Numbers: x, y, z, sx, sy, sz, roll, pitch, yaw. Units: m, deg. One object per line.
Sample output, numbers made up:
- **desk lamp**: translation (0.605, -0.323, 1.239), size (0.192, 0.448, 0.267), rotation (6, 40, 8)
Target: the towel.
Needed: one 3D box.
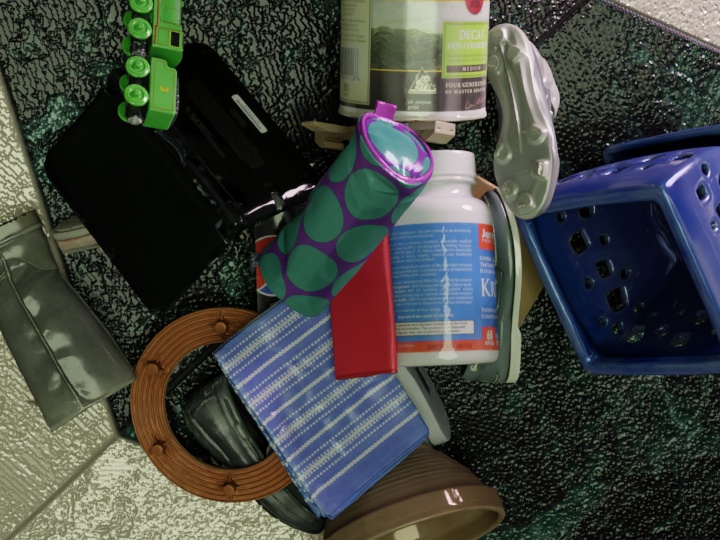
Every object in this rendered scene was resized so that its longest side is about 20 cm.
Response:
- **towel**: translation (-0.034, 0.121, 1.266), size (0.144, 0.024, 0.201), rotation (-36, 99, -17)

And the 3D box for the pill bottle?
- **pill bottle**: translation (0.075, -0.010, 1.263), size (0.111, 0.112, 0.203), rotation (-2, 87, -8)

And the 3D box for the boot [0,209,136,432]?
- **boot**: translation (-0.339, 0.064, 1.273), size (0.180, 0.073, 0.202), rotation (-26, 100, -3)

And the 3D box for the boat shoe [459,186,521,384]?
- **boat shoe**: translation (0.126, 0.018, 1.319), size (0.061, 0.073, 0.203), rotation (-4, 103, -6)

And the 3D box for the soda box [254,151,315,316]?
- **soda box**: translation (-0.074, -0.014, 1.305), size (0.062, 0.071, 0.203), rotation (-2, 102, -3)

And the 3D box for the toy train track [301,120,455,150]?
- **toy train track**: translation (0.018, -0.119, 1.234), size (0.114, 0.199, 0.033), rotation (5, 89, -34)

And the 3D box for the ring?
- **ring**: translation (-0.133, 0.136, 1.295), size (0.198, 0.019, 0.203), rotation (1, 102, 6)

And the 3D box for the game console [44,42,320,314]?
- **game console**: translation (-0.169, -0.092, 1.240), size (0.175, 0.117, 0.200), rotation (-28, 71, -39)

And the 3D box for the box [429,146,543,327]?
- **box**: translation (0.098, -0.017, 1.357), size (0.199, 0.021, 0.165), rotation (29, 97, -14)

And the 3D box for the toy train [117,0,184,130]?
- **toy train**: translation (-0.190, -0.220, 1.208), size (0.056, 0.042, 0.202), rotation (8, 62, -19)

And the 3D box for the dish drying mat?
- **dish drying mat**: translation (0.000, 0.000, 1.247), size (0.018, 0.076, 0.203), rotation (4, 80, -51)

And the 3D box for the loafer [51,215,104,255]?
- **loafer**: translation (-0.199, -0.046, 1.283), size (0.198, 0.072, 0.064), rotation (-20, 112, -7)

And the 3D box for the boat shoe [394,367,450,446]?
- **boat shoe**: translation (0.026, 0.104, 1.342), size (0.065, 0.074, 0.202), rotation (-21, 109, 16)

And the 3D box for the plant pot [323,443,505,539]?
- **plant pot**: translation (0.041, 0.241, 1.345), size (0.198, 0.201, 0.094), rotation (-18, 66, -5)

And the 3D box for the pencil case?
- **pencil case**: translation (-0.017, -0.050, 1.180), size (0.084, 0.093, 0.200), rotation (16, 133, -29)

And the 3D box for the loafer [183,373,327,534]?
- **loafer**: translation (-0.095, 0.190, 1.344), size (0.070, 0.068, 0.201), rotation (-39, 102, 20)

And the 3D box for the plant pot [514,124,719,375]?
- **plant pot**: translation (0.302, -0.027, 1.285), size (0.179, 0.199, 0.202), rotation (-37, 108, -35)

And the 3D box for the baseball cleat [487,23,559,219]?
- **baseball cleat**: translation (0.171, -0.142, 1.280), size (0.069, 0.106, 0.203), rotation (-14, 73, 32)

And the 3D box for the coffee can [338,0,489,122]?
- **coffee can**: translation (0.052, -0.248, 1.237), size (0.144, 0.146, 0.203), rotation (-1, 103, -9)
